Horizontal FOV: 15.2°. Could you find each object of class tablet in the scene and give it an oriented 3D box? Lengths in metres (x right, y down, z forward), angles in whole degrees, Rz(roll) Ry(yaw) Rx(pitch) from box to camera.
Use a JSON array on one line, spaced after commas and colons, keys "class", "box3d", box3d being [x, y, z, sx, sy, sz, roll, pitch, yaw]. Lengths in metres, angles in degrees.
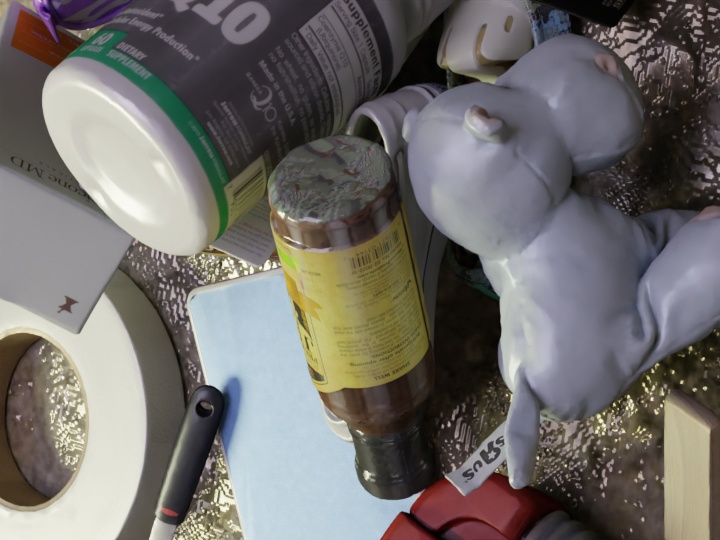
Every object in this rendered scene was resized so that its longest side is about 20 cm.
[{"class": "tablet", "box3d": [-0.023, 0.096, 1.447, 0.129, 0.014, 0.202, -13, 91, 37]}]

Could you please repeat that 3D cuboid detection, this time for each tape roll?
[{"class": "tape roll", "box3d": [-0.186, 0.088, 1.579, 0.202, 0.037, 0.205, 0, 90, 38]}]

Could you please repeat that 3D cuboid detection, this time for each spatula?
[{"class": "spatula", "box3d": [-0.111, 0.149, 1.506, 0.056, 0.021, 0.201, 21, 117, 2]}]

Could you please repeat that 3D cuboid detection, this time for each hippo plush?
[{"class": "hippo plush", "box3d": [0.081, -0.017, 1.264, 0.161, 0.199, 0.159, 57, 162, -5]}]

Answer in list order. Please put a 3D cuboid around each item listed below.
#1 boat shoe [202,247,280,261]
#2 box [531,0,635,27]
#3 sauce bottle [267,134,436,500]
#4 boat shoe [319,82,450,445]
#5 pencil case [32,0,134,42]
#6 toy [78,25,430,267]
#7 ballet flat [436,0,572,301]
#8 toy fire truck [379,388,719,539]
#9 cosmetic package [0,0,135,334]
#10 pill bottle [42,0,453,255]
[{"class": "boat shoe", "box3d": [-0.040, -0.036, 1.445, 0.199, 0.067, 0.073, -2, 89, 38]}, {"class": "box", "box3d": [0.113, -0.249, 1.301, 0.200, 0.086, 0.164, -51, 61, 19]}, {"class": "sauce bottle", "box3d": [0.002, 0.029, 1.290, 0.064, 0.065, 0.201, 24, 142, 36]}, {"class": "boat shoe", "box3d": [0.000, 0.000, 1.352, 0.073, 0.065, 0.201, 32, 122, 41]}, {"class": "pencil case", "box3d": [-0.198, -0.217, 1.548, 0.085, 0.084, 0.200, -36, 52, -15]}, {"class": "toy", "box3d": [-0.043, -0.090, 1.404, 0.115, 0.047, 0.201, 23, 67, 24]}, {"class": "ballet flat", "box3d": [0.069, -0.085, 1.360, 0.074, 0.074, 0.202, -7, 85, 38]}, {"class": "toy fire truck", "box3d": [0.105, 0.143, 1.313, 0.176, 0.129, 0.201, 36, 93, 28]}, {"class": "cosmetic package", "box3d": [-0.173, -0.060, 1.461, 0.071, 0.101, 0.200, -56, 16, 24]}, {"class": "pill bottle", "box3d": [-0.050, -0.109, 1.316, 0.113, 0.200, 0.113, 35, 151, 23]}]
